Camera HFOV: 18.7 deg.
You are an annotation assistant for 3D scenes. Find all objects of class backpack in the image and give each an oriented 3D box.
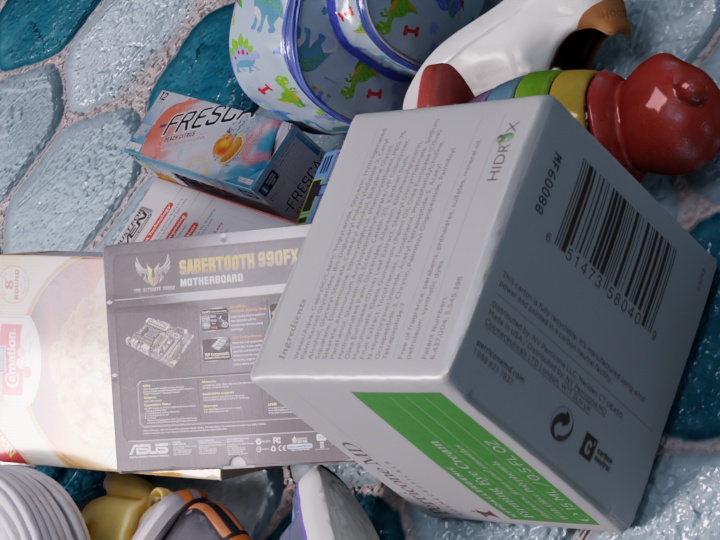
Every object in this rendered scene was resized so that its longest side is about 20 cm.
[{"bbox_3d":[-0.001,-0.206,1.651,0.147,0.183,0.201,7,78,45],"label":"backpack"}]

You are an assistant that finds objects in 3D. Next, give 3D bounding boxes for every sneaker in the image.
[{"bbox_3d":[-0.053,0.235,1.412,0.146,0.081,0.201,-32,46,16],"label":"sneaker"},{"bbox_3d":[0.111,-0.142,1.578,0.200,0.073,0.085,-39,68,35],"label":"sneaker"},{"bbox_3d":[-0.132,0.256,1.480,0.112,0.077,0.201,38,105,35],"label":"sneaker"}]

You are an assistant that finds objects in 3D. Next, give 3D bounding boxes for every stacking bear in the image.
[{"bbox_3d":[0.150,-0.090,1.469,0.199,0.122,0.114,-12,48,29],"label":"stacking bear"}]

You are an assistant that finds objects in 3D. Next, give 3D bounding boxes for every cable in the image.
[{"bbox_3d":[-0.272,0.237,1.572,0.200,0.069,0.201,36,107,40],"label":"cable"}]

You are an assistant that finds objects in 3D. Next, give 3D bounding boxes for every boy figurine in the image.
[{"bbox_3d":[-0.187,0.200,1.593,0.199,0.064,0.125,-9,50,45],"label":"boy figurine"}]

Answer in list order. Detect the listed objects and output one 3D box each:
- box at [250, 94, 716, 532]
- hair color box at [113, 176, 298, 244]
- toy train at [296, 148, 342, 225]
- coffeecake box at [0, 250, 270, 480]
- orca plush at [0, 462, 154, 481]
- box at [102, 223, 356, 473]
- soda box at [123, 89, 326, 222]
[{"bbox_3d":[0.079,0.029,1.356,0.171,0.199,0.201,-1,58,45],"label":"box"},{"bbox_3d":[-0.112,0.001,1.687,0.200,0.061,0.102,20,74,50],"label":"hair color box"},{"bbox_3d":[0.000,0.000,1.562,0.114,0.087,0.201,-11,54,51],"label":"toy train"},{"bbox_3d":[-0.167,0.065,1.583,0.199,0.073,0.154,1,93,28],"label":"coffeecake box"},{"bbox_3d":[-0.191,0.122,1.685,0.200,0.071,0.105,-36,84,24],"label":"orca plush"},{"bbox_3d":[-0.075,0.053,1.465,0.199,0.048,0.159,-6,86,28],"label":"box"},{"bbox_3d":[-0.103,-0.088,1.745,0.200,0.068,0.064,18,72,52],"label":"soda box"}]
